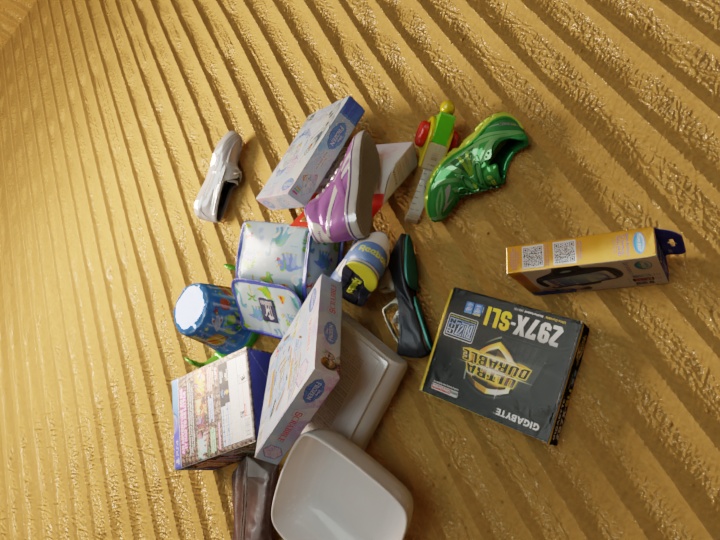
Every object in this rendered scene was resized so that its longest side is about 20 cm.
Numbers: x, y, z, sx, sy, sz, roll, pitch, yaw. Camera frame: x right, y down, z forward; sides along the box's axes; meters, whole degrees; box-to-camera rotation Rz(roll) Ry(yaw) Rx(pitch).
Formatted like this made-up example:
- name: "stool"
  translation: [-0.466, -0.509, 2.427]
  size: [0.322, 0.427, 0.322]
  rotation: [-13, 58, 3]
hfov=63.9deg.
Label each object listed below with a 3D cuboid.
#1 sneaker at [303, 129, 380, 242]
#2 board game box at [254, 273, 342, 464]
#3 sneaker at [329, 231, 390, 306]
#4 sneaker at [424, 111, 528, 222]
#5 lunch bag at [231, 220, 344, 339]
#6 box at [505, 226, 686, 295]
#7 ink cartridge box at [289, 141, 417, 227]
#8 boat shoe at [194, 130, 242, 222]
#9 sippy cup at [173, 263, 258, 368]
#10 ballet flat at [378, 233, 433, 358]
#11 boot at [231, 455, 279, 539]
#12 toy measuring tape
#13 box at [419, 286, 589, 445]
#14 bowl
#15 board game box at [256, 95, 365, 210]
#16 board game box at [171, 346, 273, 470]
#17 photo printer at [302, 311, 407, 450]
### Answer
- name: "sneaker"
  translation: [-0.035, -0.132, 0.905]
  size: [0.112, 0.073, 0.204]
  rotation: [-10, 50, 29]
- name: "board game box"
  translation: [-0.089, 0.143, 0.856]
  size: [0.201, 0.041, 0.202]
  rotation: [-56, 20, 32]
- name: "sneaker"
  translation: [0.000, 0.000, 0.924]
  size: [0.083, 0.073, 0.200]
  rotation: [-63, 9, -21]
- name: "sneaker"
  translation: [0.175, -0.152, 0.887]
  size: [0.200, 0.074, 0.084]
  rotation: [-48, 50, 12]
- name: "lunch bag"
  translation: [-0.135, 0.020, 1.026]
  size: [0.167, 0.127, 0.205]
  rotation: [8, 91, 34]
- name: "box"
  translation: [0.296, -0.008, 0.725]
  size: [0.197, 0.118, 0.042]
  rotation: [-6, 71, 34]
- name: "ink cartridge box"
  translation: [-0.015, -0.146, 0.972]
  size: [0.160, 0.058, 0.200]
  rotation: [5, 37, 36]
- name: "boat shoe"
  translation: [-0.291, -0.199, 1.241]
  size: [0.067, 0.072, 0.203]
  rotation: [21, 80, 16]
- name: "sippy cup"
  translation: [-0.275, 0.085, 1.093]
  size: [0.138, 0.130, 0.182]
  rotation: [-19, 65, 29]
- name: "ballet flat"
  translation: [0.063, 0.040, 0.904]
  size: [0.072, 0.073, 0.204]
  rotation: [-21, 66, 28]
- name: "boot"
  translation: [-0.215, 0.425, 0.979]
  size: [0.183, 0.064, 0.204]
  rotation: [-12, 71, 18]
- name: "toy measuring tape"
  translation: [0.113, -0.181, 0.958]
  size: [0.073, 0.073, 0.204]
  rotation: [31, 111, 38]
- name: "box"
  translation: [0.195, 0.125, 0.799]
  size: [0.197, 0.049, 0.163]
  rotation: [16, 83, 38]
- name: "bowl"
  translation: [-0.022, 0.335, 0.824]
  size: [0.198, 0.074, 0.203]
  rotation: [31, 114, 21]
- name: "board game box"
  translation: [-0.096, -0.204, 1.041]
  size: [0.201, 0.043, 0.199]
  rotation: [-59, 24, -10]
- name: "board game box"
  translation: [-0.233, 0.250, 1.028]
  size: [0.197, 0.096, 0.163]
  rotation: [-25, 62, 27]
- name: "photo printer"
  translation: [-0.031, 0.189, 0.915]
  size: [0.165, 0.069, 0.203]
  rotation: [34, 102, 38]
